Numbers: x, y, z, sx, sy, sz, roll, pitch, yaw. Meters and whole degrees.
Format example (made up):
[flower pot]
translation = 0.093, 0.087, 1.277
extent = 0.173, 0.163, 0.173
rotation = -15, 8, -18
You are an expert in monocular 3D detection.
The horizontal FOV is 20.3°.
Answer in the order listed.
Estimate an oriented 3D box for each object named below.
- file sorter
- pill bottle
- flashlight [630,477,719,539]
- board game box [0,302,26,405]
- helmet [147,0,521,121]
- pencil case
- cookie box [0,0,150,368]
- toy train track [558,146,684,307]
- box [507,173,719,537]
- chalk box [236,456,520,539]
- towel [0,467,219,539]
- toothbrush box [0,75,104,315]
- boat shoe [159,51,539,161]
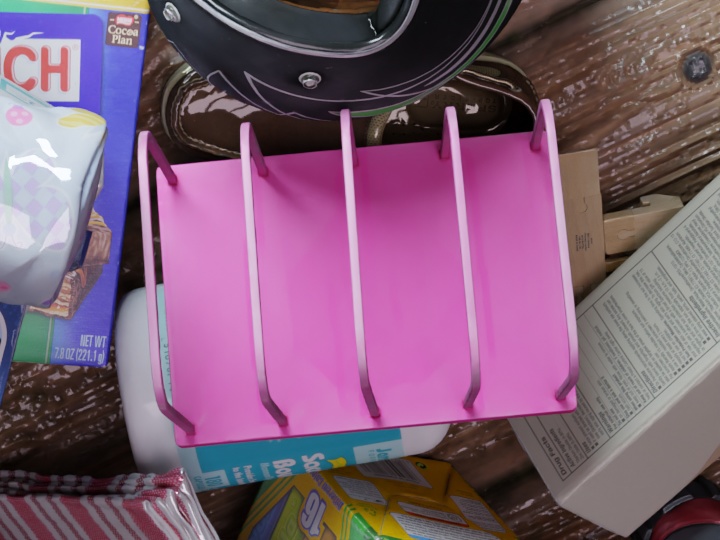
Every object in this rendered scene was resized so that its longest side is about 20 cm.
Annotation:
[file sorter]
translation = 0.000, 0.000, 0.940
extent = 0.198, 0.125, 0.141
rotation = -5, 81, 1
[pill bottle]
translation = -0.023, 0.049, 1.053
extent = 0.198, 0.111, 0.112
rotation = -10, 112, 1
[flashlight]
translation = 0.212, 0.186, 1.124
extent = 0.067, 0.200, 0.068
rotation = 6, 110, -13
[board game box]
translation = -0.256, 0.042, 0.881
extent = 0.198, 0.034, 0.137
rotation = 14, 106, -11
[helmet]
translation = -0.008, -0.166, 0.945
extent = 0.199, 0.201, 0.191
rotation = 30, 115, -21
[pencil case]
translation = -0.203, -0.050, 0.830
extent = 0.198, 0.083, 0.092
rotation = 15, 69, -11
[cookie box]
translation = -0.198, -0.062, 1.003
extent = 0.169, 0.075, 0.202
rotation = 5, 108, -12
[toy train track]
translation = 0.079, -0.017, 1.111
extent = 0.198, 0.033, 0.116
rotation = -10, 124, -3
[box]
translation = 0.177, 0.042, 1.095
extent = 0.200, 0.095, 0.078
rotation = -43, 139, 17
[chalk box]
translation = -0.008, 0.213, 1.111
extent = 0.124, 0.124, 0.202
rotation = 14, 106, -33
[towel]
translation = -0.121, 0.162, 1.062
extent = 0.030, 0.199, 0.147
rotation = -50, 118, -33
[toothbrush box]
translation = -0.229, -0.006, 0.931
extent = 0.146, 0.085, 0.201
rotation = 29, 104, -15
[boat shoe]
translation = -0.002, -0.085, 1.041
extent = 0.200, 0.075, 0.075
rotation = -5, 111, -11
